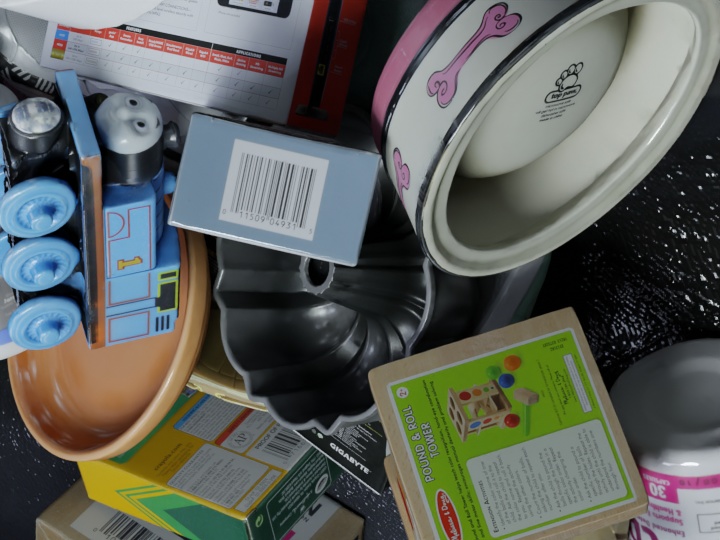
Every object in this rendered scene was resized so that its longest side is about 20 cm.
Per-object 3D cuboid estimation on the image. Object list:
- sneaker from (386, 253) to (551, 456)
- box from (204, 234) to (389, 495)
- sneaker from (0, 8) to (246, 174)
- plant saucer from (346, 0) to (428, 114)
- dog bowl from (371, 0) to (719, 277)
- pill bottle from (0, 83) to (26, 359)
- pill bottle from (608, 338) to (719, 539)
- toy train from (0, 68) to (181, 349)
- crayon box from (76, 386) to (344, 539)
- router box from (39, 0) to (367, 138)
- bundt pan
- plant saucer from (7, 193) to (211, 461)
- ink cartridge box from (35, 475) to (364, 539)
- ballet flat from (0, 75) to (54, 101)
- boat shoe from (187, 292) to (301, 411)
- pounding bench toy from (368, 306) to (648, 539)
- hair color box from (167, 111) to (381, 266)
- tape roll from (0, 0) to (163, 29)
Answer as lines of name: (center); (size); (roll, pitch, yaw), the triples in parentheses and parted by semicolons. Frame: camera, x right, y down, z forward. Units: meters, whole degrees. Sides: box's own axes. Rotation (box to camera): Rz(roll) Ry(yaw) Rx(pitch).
sneaker: (0.103, 0.054, 1.273); (0.074, 0.117, 0.202); (-115, 42, -54)
box: (-0.034, 0.043, 1.391); (0.199, 0.049, 0.160); (35, 139, 14)
sneaker: (-0.148, -0.141, 1.281); (0.199, 0.076, 0.114); (34, 145, -28)
plant saucer: (-0.026, -0.171, 1.197); (0.200, 0.039, 0.202); (26, 139, 25)
dog bowl: (0.091, -0.094, 1.041); (0.074, 0.199, 0.201); (50, 147, 28)
pill bottle: (-0.257, -0.052, 1.272); (0.113, 0.114, 0.202); (14, 130, 35)
pill bottle: (0.214, 0.152, 1.201); (0.113, 0.113, 0.201); (12, 132, 36)
toy train: (-0.163, -0.032, 1.188); (0.201, 0.113, 0.087); (97, 154, -51)
crayon box: (-0.119, 0.132, 1.489); (0.199, 0.126, 0.052); (17, 135, 33)
router box: (-0.081, -0.183, 1.141); (0.199, 0.049, 0.181); (17, 95, 37)
bundt pan: (0.000, 0.000, 1.241); (0.201, 0.075, 0.204); (-5, 83, 47)
plant saucer: (-0.163, 0.027, 1.331); (0.199, 0.037, 0.202); (-15, 68, 44)
ink cartridge box: (-0.122, 0.211, 1.531); (0.199, 0.165, 0.076); (28, 137, 20)
ballet flat: (-0.241, -0.138, 1.348); (0.071, 0.069, 0.202); (-21, 84, 17)
boat shoe: (-0.114, 0.048, 1.376); (0.199, 0.074, 0.066); (28, 165, 34)
pounding bench toy: (0.096, 0.157, 1.149); (0.156, 0.123, 0.201); (80, 172, -62)
hair color box: (-0.047, -0.047, 1.091); (0.098, 0.061, 0.200); (13, -177, -4)
tape roll: (-0.162, -0.242, 1.133); (0.201, 0.071, 0.205); (-6, 81, 37)
